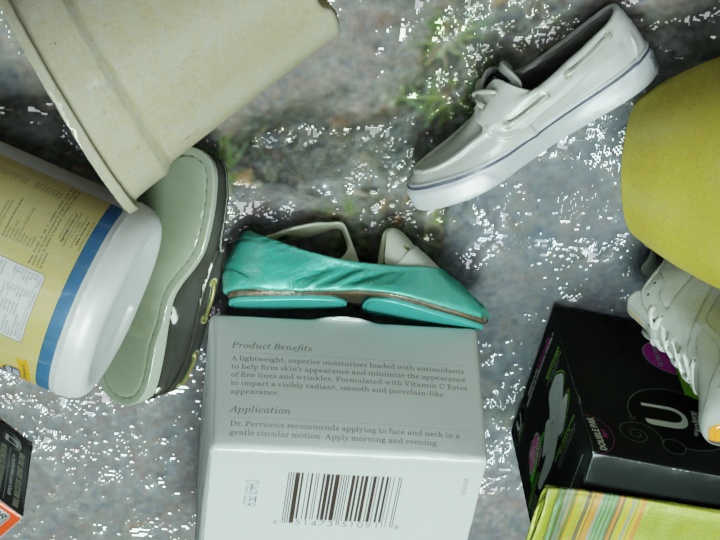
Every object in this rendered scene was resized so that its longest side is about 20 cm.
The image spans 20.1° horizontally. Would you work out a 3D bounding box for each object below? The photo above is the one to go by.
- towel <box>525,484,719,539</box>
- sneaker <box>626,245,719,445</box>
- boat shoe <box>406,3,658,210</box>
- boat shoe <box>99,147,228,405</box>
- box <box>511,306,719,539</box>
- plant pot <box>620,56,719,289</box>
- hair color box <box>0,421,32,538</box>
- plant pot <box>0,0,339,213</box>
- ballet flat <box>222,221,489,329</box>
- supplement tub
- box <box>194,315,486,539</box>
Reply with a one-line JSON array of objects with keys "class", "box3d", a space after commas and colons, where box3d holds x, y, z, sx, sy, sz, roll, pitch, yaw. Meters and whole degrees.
[{"class": "towel", "box3d": [0.212, 0.198, 1.409, 0.200, 0.018, 0.086, 9, 120, -9]}, {"class": "sneaker", "box3d": [0.238, 0.049, 1.464, 0.092, 0.200, 0.076, 4, 131, 4]}, {"class": "boat shoe", "box3d": [0.111, -0.116, 1.430, 0.200, 0.072, 0.066, -30, 112, 11]}, {"class": "boat shoe", "box3d": [-0.136, 0.002, 1.484, 0.072, 0.061, 0.201, 31, 111, 30]}, {"class": "box", "box3d": [0.206, 0.138, 1.500, 0.148, 0.200, 0.124, 11, 119, -10]}, {"class": "plant pot", "box3d": [0.263, -0.068, 1.415, 0.142, 0.200, 0.200, 4, 122, 23]}, {"class": "hair color box", "box3d": [-0.342, 0.205, 1.557, 0.200, 0.102, 0.061, -41, 114, 16]}, {"class": "plant pot", "box3d": [-0.122, -0.168, 1.331, 0.183, 0.200, 0.201, -29, 117, -1]}, {"class": "ballet flat", "box3d": [0.000, 0.000, 1.487, 0.200, 0.067, 0.071, 6, 80, -6]}, {"class": "supplement tub", "box3d": [-0.253, -0.013, 1.401, 0.200, 0.145, 0.145, 24, 116, 3]}, {"class": "box", "box3d": [-0.020, 0.147, 1.503, 0.199, 0.131, 0.200, 3, 136, -5]}]
